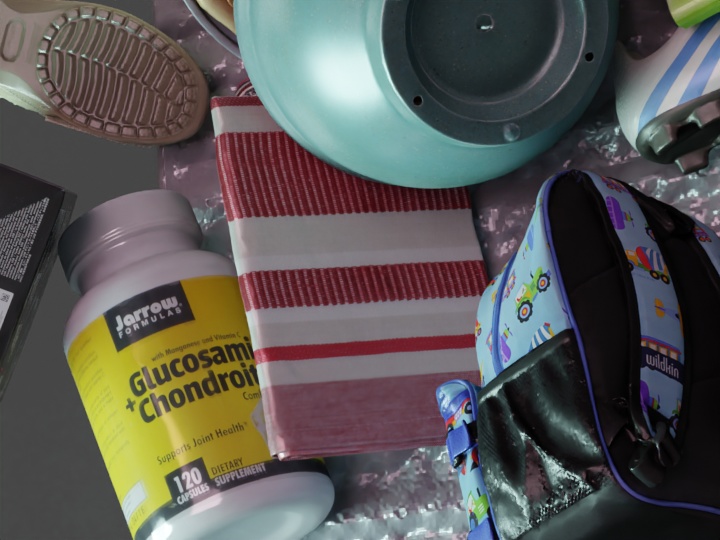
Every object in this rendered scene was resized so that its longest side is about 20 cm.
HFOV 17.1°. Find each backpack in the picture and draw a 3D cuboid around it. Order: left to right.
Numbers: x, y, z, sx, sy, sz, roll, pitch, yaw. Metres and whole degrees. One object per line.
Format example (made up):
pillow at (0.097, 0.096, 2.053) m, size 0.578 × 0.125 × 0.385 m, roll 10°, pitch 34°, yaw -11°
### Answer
backpack at (0.127, 0.059, 1.170) m, size 0.134 × 0.182 × 0.200 m, roll -40°, pitch 49°, yaw 34°

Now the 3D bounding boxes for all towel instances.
towel at (0.000, 0.000, 1.277) m, size 0.023 × 0.144 × 0.201 m, roll -42°, pitch 56°, yaw 58°

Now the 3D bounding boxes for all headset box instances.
headset box at (-0.222, 0.011, 1.367) m, size 0.077 × 0.200 × 0.149 m, roll 21°, pitch 90°, yaw -6°

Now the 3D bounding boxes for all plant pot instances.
plant pot at (0.048, -0.130, 1.211) m, size 0.201 × 0.200 × 0.134 m, roll -62°, pitch 20°, yaw 4°

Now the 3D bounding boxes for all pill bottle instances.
pill bottle at (-0.098, 0.061, 1.323) m, size 0.112 × 0.112 × 0.200 m, roll -32°, pitch 67°, yaw 19°

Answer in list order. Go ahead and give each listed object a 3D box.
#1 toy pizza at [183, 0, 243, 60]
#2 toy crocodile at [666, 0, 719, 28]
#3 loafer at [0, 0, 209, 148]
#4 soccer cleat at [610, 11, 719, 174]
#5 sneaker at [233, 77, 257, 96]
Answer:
toy pizza at (-0.011, -0.199, 1.294) m, size 0.201 × 0.200 × 0.032 m, roll -62°, pitch 25°, yaw 4°
toy crocodile at (0.162, -0.205, 1.248) m, size 0.067 × 0.062 × 0.200 m, roll -23°, pitch 46°, yaw 23°
loafer at (-0.177, -0.126, 1.433) m, size 0.200 × 0.068 × 0.076 m, roll 21°, pitch 91°, yaw 14°
soccer cleat at (0.215, -0.128, 1.218) m, size 0.200 × 0.070 × 0.087 m, roll -27°, pitch 61°, yaw 19°
sneaker at (-0.028, -0.023, 1.324) m, size 0.080 × 0.075 × 0.200 m, roll -28°, pitch 67°, yaw 21°
